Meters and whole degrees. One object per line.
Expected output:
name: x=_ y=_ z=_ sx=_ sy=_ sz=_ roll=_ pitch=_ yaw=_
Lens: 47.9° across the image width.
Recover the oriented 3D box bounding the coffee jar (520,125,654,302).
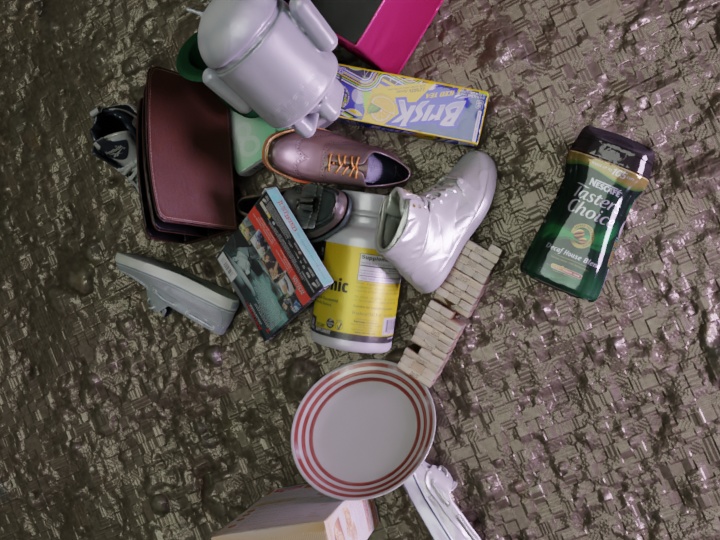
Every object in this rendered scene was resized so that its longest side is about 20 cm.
coffee jar: x=0.280 y=-0.070 z=0.996 sx=0.103 sy=0.085 sz=0.202 roll=23 pitch=97 yaw=14

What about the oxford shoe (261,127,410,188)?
oxford shoe: x=-0.027 y=-0.141 z=1.025 sx=0.073 sy=0.198 sz=0.072 roll=22 pitch=108 yaw=57

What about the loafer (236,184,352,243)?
loafer: x=-0.093 y=-0.077 z=1.061 sx=0.199 sy=0.063 sz=0.073 roll=-2 pitch=70 yaw=51

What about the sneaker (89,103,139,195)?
sneaker: x=-0.318 y=-0.150 z=1.139 sx=0.079 sy=0.129 sz=0.201 roll=-24 pitch=85 yaw=17

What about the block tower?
block tower: x=0.118 y=0.050 z=1.061 sx=0.057 sy=0.054 sz=0.201 roll=30 pitch=98 yaw=12

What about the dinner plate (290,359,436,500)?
dinner plate: x=0.004 y=0.209 z=1.068 sx=0.198 sy=0.024 sz=0.202 roll=-11 pitch=51 yaw=14

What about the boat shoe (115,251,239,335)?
boat shoe: x=-0.272 y=0.034 z=1.163 sx=0.199 sy=0.070 sz=0.072 roll=23 pitch=94 yaw=11

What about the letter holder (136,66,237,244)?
letter holder: x=-0.253 y=-0.148 z=1.073 sx=0.100 sy=0.142 sz=0.202 roll=-12 pitch=79 yaw=35

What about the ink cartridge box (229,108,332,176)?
ink cartridge box: x=-0.144 y=-0.258 z=1.131 sx=0.160 sy=0.050 sz=0.201 roll=-30 pitch=86 yaw=14

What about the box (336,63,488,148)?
box: x=0.061 y=-0.212 z=1.048 sx=0.198 sy=0.064 sz=0.071 roll=12 pitch=95 yaw=4

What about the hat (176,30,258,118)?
hat: x=-0.140 y=-0.226 z=1.095 sx=0.164 sy=0.201 sz=0.177 roll=-15 pitch=132 yaw=3

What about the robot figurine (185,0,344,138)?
robot figurine: x=-0.104 y=-0.245 z=0.928 sx=0.169 sy=0.114 sz=0.200 roll=-31 pitch=124 yaw=29

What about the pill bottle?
pill bottle: x=0.000 y=0.000 z=1.064 sx=0.110 sy=0.111 sz=0.202 roll=9 pitch=93 yaw=15

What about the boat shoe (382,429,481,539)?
boat shoe: x=0.097 y=0.292 z=1.074 sx=0.065 sy=0.074 sz=0.201 roll=-29 pitch=83 yaw=-6

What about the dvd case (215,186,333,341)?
dvd case: x=-0.121 y=-0.003 z=1.084 sx=0.147 sy=0.022 sz=0.200 roll=58 pitch=141 yaw=8

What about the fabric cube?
fabric cube: x=-0.007 y=-0.387 z=1.009 sx=0.199 sy=0.199 sz=0.197 roll=34 pitch=101 yaw=12

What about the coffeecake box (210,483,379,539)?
coffeecake box: x=-0.077 y=0.336 z=1.049 sx=0.152 sy=0.200 sz=0.074 roll=-13 pitch=89 yaw=16

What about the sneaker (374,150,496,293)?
sneaker: x=0.092 y=-0.085 z=1.009 sx=0.073 sy=0.115 sz=0.201 roll=12 pitch=70 yaw=50
